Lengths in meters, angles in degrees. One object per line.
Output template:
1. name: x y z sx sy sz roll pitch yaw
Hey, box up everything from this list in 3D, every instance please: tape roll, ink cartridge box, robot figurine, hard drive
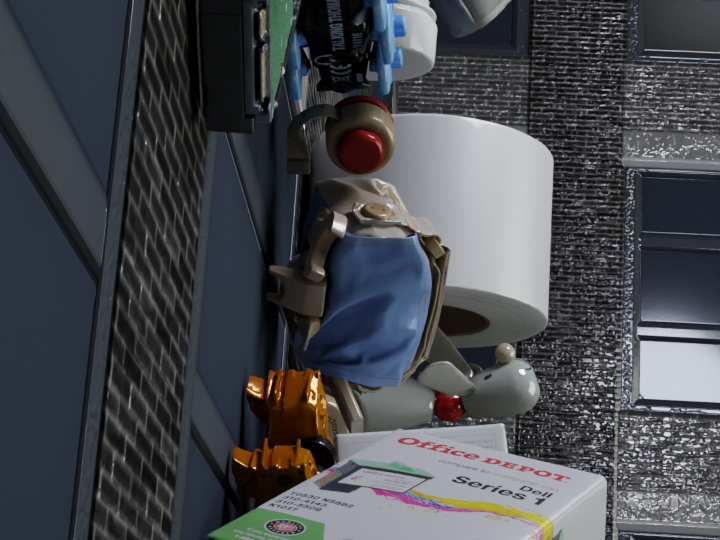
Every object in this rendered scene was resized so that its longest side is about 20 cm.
1. tape roll: 0.054 -0.026 1.413 0.203 0.201 0.140 82 11 -74
2. ink cartridge box: 0.030 0.164 0.957 0.200 0.144 0.084 -22 118 -56
3. robot figurine: -0.044 0.169 1.078 0.145 0.058 0.201 -81 173 -59
4. hard drive: -0.050 -0.175 0.853 0.200 0.038 0.140 -84 176 -55

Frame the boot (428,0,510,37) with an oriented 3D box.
1. boot: 0.037 -0.269 1.164 0.200 0.072 0.182 46 34 -17

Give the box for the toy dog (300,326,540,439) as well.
1. toy dog: 0.028 0.075 1.347 0.132 0.199 0.097 -151 -131 -65

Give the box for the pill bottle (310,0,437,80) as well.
1. pill bottle: 0.014 -0.245 1.259 0.114 0.114 0.201 77 16 -79

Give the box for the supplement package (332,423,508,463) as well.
1. supplement package: 0.042 0.212 1.160 0.117 0.116 0.201 109 -23 -73

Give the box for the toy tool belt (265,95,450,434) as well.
1. toy tool belt: 0.000 0.000 1.159 0.123 0.124 0.201 -94 -174 -55

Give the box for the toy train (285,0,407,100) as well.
1. toy train: -0.016 -0.180 1.079 0.200 0.086 0.115 79 8 -76
